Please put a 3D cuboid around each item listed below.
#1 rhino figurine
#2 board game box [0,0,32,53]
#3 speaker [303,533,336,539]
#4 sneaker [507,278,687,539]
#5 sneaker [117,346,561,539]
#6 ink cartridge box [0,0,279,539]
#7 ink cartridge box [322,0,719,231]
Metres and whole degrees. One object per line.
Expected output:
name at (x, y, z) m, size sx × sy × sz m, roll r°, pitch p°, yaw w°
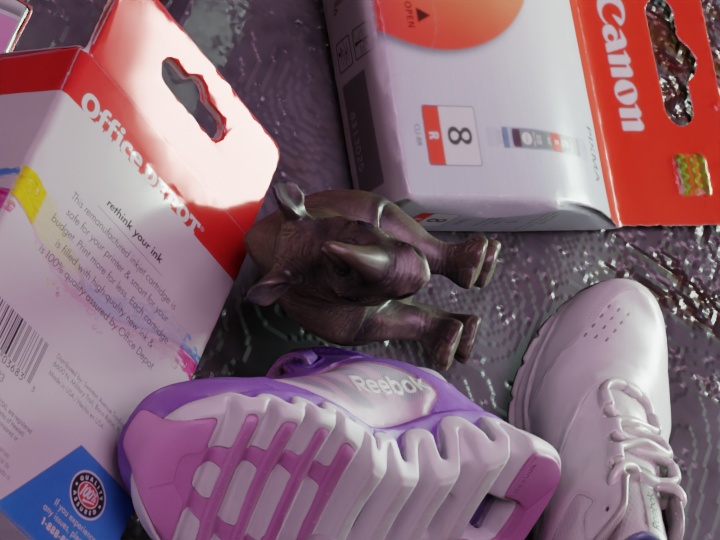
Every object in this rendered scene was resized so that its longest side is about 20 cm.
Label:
rhino figurine at (0.000, 0.000, 1.017) m, size 0.087 × 0.200 × 0.060 m, roll 18°, pitch 90°, yaw 7°
board game box at (-0.238, -0.080, 0.989) m, size 0.199 × 0.040 × 0.154 m, roll 31°, pitch 60°, yaw -16°
speaker at (-0.060, 0.182, 0.929) m, size 0.200 × 0.081 × 0.081 m, roll -40°, pitch 93°, yaw -21°
sneaker at (0.102, 0.092, 1.088) m, size 0.074 × 0.087 × 0.201 m, roll 20°, pitch 62°, yaw -21°
sneaker at (-0.019, 0.066, 1.021) m, size 0.199 × 0.081 × 0.089 m, roll 9°, pitch 30°, yaw -45°
ink cartridge box at (-0.113, 0.002, 0.987) m, size 0.116 × 0.067 × 0.201 m, roll 50°, pitch 50°, yaw -39°
ink cartridge box at (0.081, -0.098, 1.171) m, size 0.199 × 0.050 × 0.163 m, roll -2°, pitch 73°, yaw -26°
